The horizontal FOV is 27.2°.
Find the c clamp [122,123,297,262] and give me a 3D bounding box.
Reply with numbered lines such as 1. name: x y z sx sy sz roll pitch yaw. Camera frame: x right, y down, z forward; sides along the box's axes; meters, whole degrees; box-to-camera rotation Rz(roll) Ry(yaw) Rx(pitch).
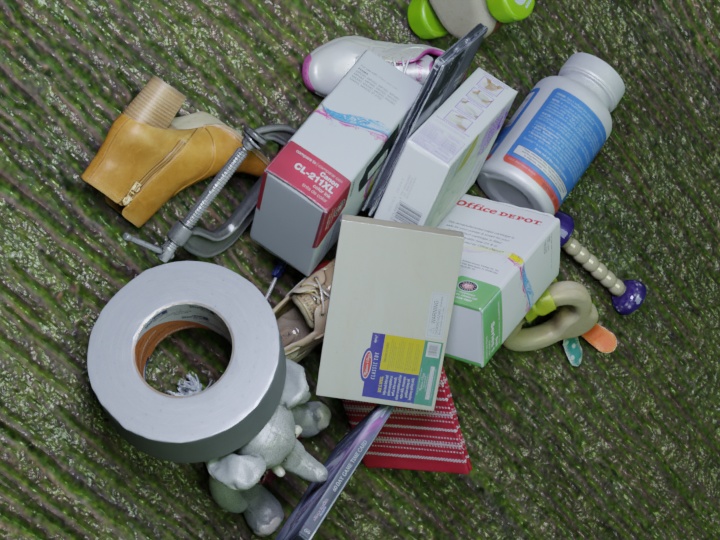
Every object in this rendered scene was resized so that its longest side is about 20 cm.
1. c clamp: -0.141 -0.080 1.563 0.200 0.027 0.171 -50 155 1

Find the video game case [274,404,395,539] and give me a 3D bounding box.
1. video game case: -0.040 0.240 1.627 0.019 0.143 0.200 38 53 -2

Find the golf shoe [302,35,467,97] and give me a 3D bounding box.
1. golf shoe: 0.032 -0.231 1.695 0.199 0.091 0.076 -7 99 -29

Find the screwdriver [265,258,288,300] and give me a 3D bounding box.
1. screwdriver: -0.105 0.021 1.670 0.029 0.028 0.201 29 80 2

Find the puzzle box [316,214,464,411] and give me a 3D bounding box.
1. puzzle box: 0.029 0.047 1.580 0.132 0.025 0.201 8 108 -4

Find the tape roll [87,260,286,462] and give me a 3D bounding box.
1. tape roll: -0.178 0.093 1.537 0.199 0.066 0.202 -1 64 2

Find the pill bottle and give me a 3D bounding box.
1. pill bottle: 0.237 -0.164 1.810 0.112 0.112 0.200 45 73 -26

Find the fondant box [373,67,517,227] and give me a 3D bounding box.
1. fondant box: 0.092 -0.120 1.668 0.058 0.145 0.200 31 41 8

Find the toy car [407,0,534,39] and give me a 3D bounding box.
1. toy car: 0.159 -0.371 1.728 0.200 0.164 0.159 -35 111 -34

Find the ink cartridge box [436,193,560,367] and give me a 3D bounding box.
1. ink cartridge box: 0.122 0.006 1.694 0.200 0.144 0.084 -45 140 -43

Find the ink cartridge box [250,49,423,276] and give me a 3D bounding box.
1. ink cartridge box: -0.024 -0.116 1.602 0.083 0.146 0.200 33 61 8

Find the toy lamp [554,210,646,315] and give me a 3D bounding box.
1. toy lamp: 0.283 -0.017 1.882 0.200 0.058 0.058 37 75 -27

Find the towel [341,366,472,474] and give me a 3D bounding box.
1. towel: 0.043 0.148 1.687 0.023 0.144 0.201 -53 135 -48

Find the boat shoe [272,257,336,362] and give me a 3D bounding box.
1. boat shoe: -0.044 0.041 1.620 0.200 0.064 0.071 -43 75 13

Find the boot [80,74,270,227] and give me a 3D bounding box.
1. boot: -0.195 -0.105 1.590 0.201 0.071 0.144 32 93 -42

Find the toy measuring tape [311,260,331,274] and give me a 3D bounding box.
1. toy measuring tape: 0.000 0.000 1.698 0.200 0.073 0.074 -39 112 -18

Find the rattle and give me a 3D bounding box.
1. rattle: 0.231 0.033 1.871 0.199 0.143 0.131 8 122 -46

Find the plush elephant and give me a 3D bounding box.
1. plush elephant: -0.101 0.185 1.605 0.200 0.155 0.165 40 74 -27

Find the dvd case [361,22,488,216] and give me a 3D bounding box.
1. dvd case: 0.072 -0.166 1.636 0.016 0.201 0.149 32 33 7
